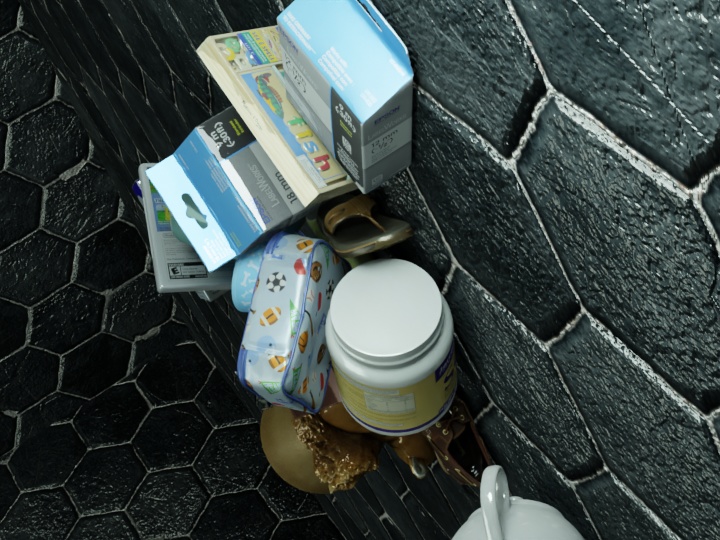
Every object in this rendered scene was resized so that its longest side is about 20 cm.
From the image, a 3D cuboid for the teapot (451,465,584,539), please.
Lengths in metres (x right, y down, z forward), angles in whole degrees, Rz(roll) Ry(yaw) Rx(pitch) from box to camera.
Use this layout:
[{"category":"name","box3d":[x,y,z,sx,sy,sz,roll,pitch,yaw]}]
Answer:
[{"category":"teapot","box3d":[0.183,0.332,1.492,0.200,0.197,0.146,129,152,-47]}]

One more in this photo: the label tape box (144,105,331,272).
[{"category":"label tape box","box3d":[-0.123,-0.112,1.442,0.144,0.200,0.063,56,167,2]}]

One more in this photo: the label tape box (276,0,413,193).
[{"category":"label tape box","box3d":[-0.015,-0.182,1.183,0.143,0.066,0.200,53,168,21]}]

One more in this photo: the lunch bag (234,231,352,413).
[{"category":"lunch bag","box3d":[-0.073,0.066,1.464,0.075,0.200,0.160,10,166,19]}]

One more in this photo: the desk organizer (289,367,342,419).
[{"category":"desk organizer","box3d":[-0.064,0.099,1.638,0.200,0.077,0.072,-97,-15,-61]}]

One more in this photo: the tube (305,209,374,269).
[{"category":"tube","box3d":[0.000,0.000,1.603,0.052,0.058,0.200,-15,121,31]}]

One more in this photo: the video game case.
[{"category":"video game case","box3d":[-0.187,-0.061,1.701,0.022,0.200,0.183,132,130,-57]}]

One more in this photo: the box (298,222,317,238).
[{"category":"box","box3d":[-0.029,0.014,1.744,0.117,0.048,0.200,46,164,41]}]

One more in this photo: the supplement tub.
[{"category":"supplement tub","box3d":[0.037,0.089,1.455,0.145,0.145,0.200,50,166,27]}]

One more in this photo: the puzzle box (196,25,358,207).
[{"category":"puzzle box","box3d":[-0.067,-0.164,1.309,0.025,0.133,0.200,-41,81,36]}]

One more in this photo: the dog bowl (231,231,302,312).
[{"category":"dog bowl","box3d":[-0.091,0.006,1.563,0.049,0.112,0.200,15,180,20]}]

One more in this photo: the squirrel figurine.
[{"category":"squirrel figurine","box3d":[0.016,0.202,1.690,0.187,0.200,0.142,47,-172,-23]}]

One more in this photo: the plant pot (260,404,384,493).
[{"category":"plant pot","box3d":[-0.031,0.216,1.841,0.187,0.186,0.200,56,154,5]}]

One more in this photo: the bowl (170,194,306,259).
[{"category":"bowl","box3d":[-0.132,-0.090,1.594,0.105,0.201,0.201,36,161,18]}]

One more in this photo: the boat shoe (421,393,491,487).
[{"category":"boat shoe","box3d":[0.112,0.194,1.609,0.200,0.070,0.070,56,165,-27]}]

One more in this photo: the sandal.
[{"category":"sandal","box3d":[-0.005,-0.062,1.427,0.200,0.082,0.055,-133,21,-66]}]

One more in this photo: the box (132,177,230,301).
[{"category":"box","box3d":[-0.197,-0.086,1.818,0.200,0.184,0.105,60,169,-8]}]
